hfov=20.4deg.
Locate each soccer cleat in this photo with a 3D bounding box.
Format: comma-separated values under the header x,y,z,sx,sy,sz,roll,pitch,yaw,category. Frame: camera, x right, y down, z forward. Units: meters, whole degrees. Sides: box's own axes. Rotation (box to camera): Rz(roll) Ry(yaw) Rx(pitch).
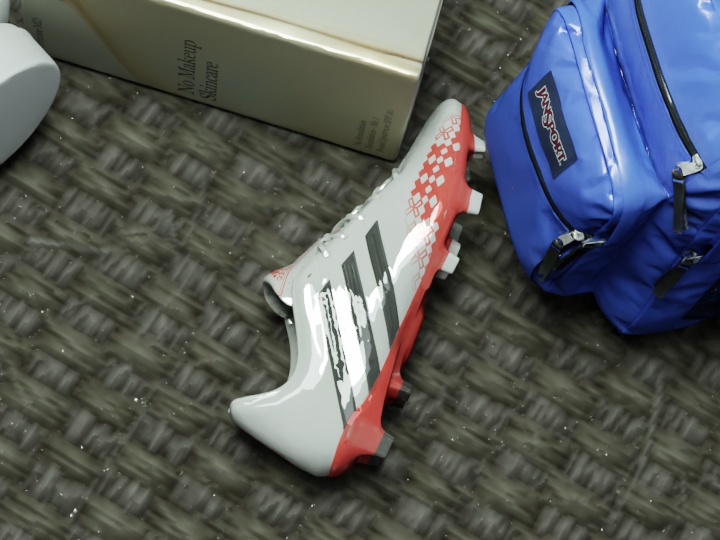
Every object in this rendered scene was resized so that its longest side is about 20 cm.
x,y,z,sx,sy,sz,roll,pitch,yaw,category
0.000,0.000,0.961,0.084,0.069,0.202,21,73,-3,soccer cleat

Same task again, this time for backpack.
x,y,z,sx,sy,sz,roll,pitch,yaw,category
0.159,-0.068,0.919,0.166,0.200,0.164,-13,73,-23,backpack

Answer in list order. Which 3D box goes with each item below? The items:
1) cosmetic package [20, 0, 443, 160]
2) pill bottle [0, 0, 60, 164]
x,y,z,sx,sy,sz,roll,pitch,yaw,category
-0.062,-0.131,0.983,0.198,0.104,0.074,16,69,1,cosmetic package
-0.240,-0.135,0.960,0.112,0.112,0.200,-42,79,-18,pill bottle
